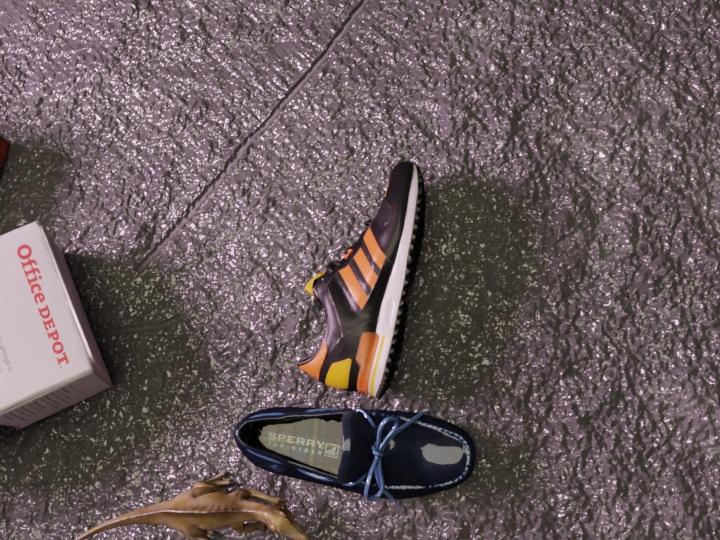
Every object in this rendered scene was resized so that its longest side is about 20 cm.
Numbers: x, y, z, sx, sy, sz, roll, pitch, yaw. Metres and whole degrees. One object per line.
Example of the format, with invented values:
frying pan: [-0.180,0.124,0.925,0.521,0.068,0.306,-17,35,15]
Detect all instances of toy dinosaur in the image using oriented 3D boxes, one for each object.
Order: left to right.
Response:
toy dinosaur: [-0.132,0.192,0.702,0.197,0.101,0.059,-5,77,9]

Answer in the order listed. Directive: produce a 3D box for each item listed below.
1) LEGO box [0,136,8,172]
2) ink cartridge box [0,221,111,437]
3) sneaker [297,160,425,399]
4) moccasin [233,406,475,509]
LEGO box: [-0.455,-0.076,0.831,0.197,0.077,0.151,8,79,12]
ink cartridge box: [-0.334,0.070,0.754,0.198,0.084,0.147,-23,75,-11]
sneaker: [0.000,0.000,0.736,0.089,0.070,0.203,10,82,9]
moccasin: [-0.007,0.150,0.706,0.197,0.068,0.082,-1,78,10]
